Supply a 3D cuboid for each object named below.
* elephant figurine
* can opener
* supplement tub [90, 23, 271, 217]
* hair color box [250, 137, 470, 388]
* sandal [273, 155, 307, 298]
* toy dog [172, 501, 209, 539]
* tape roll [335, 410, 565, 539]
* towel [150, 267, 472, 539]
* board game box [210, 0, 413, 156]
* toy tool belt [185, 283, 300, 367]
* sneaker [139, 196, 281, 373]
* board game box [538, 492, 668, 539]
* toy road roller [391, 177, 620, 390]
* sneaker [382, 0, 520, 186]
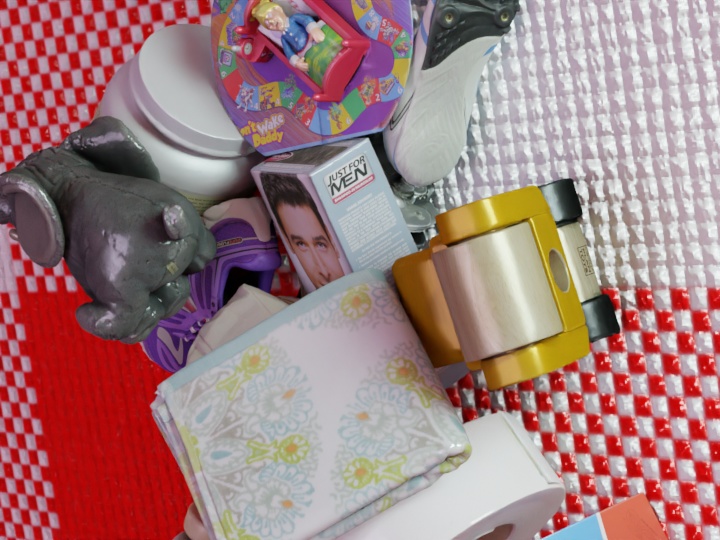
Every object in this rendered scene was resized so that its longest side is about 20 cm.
[{"bbox_3d":[-0.217,-0.047,1.642,0.200,0.141,0.155,41,105,13],"label":"elephant figurine"},{"bbox_3d":[-0.013,-0.094,1.684,0.200,0.053,0.067,52,131,23],"label":"can opener"},{"bbox_3d":[-0.154,-0.087,1.755,0.145,0.145,0.200,53,137,20],"label":"supplement tub"},{"bbox_3d":[0.000,0.000,1.638,0.099,0.060,0.201,8,125,60],"label":"hair color box"},{"bbox_3d":[-0.023,-0.026,1.723,0.069,0.078,0.213,2,114,12],"label":"sandal"},{"bbox_3d":[-0.115,0.284,1.868,0.199,0.096,0.133,18,114,41],"label":"toy dog"},{"bbox_3d":[0.053,0.191,1.597,0.071,0.202,0.203,54,133,19],"label":"tape roll"},{"bbox_3d":[-0.038,0.110,1.529,0.199,0.048,0.172,-30,57,5],"label":"towel"},{"bbox_3d":[-0.050,-0.171,1.597,0.199,0.039,0.159,-9,88,40],"label":"board game box"},{"bbox_3d":[-0.034,0.105,1.639,0.125,0.123,0.200,-45,57,-3],"label":"toy tool belt"},{"bbox_3d":[-0.121,0.027,1.728,0.200,0.080,0.084,-56,46,46],"label":"sneaker"},{"bbox_3d":[0.188,0.271,1.519,0.040,0.153,0.201,-36,76,43],"label":"board game box"},{"bbox_3d":[0.083,0.018,1.519,0.145,0.200,0.124,-19,89,24],"label":"toy road roller"},{"bbox_3d":[0.061,-0.160,1.583,0.073,0.072,0.201,56,132,53],"label":"sneaker"}]
